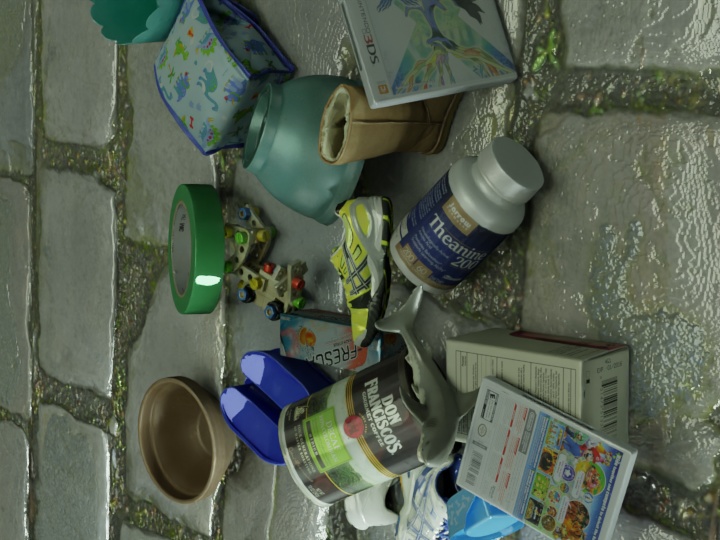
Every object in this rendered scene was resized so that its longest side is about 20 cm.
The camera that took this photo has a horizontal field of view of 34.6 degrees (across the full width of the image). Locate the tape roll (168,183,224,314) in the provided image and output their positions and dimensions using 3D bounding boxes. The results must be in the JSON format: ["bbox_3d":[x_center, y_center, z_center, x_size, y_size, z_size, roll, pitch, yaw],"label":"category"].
[{"bbox_3d":[-0.258,-0.033,1.797,0.200,0.048,0.203,179,90,-69],"label":"tape roll"}]

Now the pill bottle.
[{"bbox_3d":[0.133,-0.070,1.433,0.200,0.110,0.112,-47,64,37],"label":"pill bottle"}]

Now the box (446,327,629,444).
[{"bbox_3d":[0.211,0.148,1.387,0.199,0.108,0.130,7,101,43],"label":"box"}]

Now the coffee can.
[{"bbox_3d":[0.014,0.204,1.505,0.199,0.146,0.148,-27,76,22],"label":"coffee can"}]

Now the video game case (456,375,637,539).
[{"bbox_3d":[0.207,0.224,1.313,0.199,0.018,0.145,26,113,34],"label":"video game case"}]

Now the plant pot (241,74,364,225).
[{"bbox_3d":[-0.080,-0.175,1.547,0.200,0.133,0.203,-165,90,-72],"label":"plant pot"}]

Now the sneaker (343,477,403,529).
[{"bbox_3d":[0.018,0.263,1.624,0.086,0.074,0.203,-7,97,32],"label":"sneaker"}]

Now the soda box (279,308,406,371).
[{"bbox_3d":[-0.024,0.099,1.630,0.198,0.068,0.064,7,100,42],"label":"soda box"}]

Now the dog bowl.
[{"bbox_3d":[0.184,0.281,1.435,0.200,0.111,0.050,-42,53,38],"label":"dog bowl"}]

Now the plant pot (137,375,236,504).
[{"bbox_3d":[-0.266,0.266,1.866,0.199,0.092,0.204,8,101,43],"label":"plant pot"}]

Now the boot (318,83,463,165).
[{"bbox_3d":[0.044,-0.218,1.438,0.066,0.199,0.177,22,109,39],"label":"boot"}]

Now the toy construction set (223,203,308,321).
[{"bbox_3d":[-0.136,-0.003,1.720,0.200,0.091,0.133,38,120,46],"label":"toy construction set"}]

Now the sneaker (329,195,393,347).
[{"bbox_3d":[0.000,0.000,1.509,0.075,0.075,0.203,5,102,8],"label":"sneaker"}]

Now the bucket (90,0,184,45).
[{"bbox_3d":[-0.321,-0.453,1.802,0.206,0.134,0.210,6,98,42],"label":"bucket"}]

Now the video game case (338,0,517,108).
[{"bbox_3d":[0.078,-0.301,1.407,0.022,0.198,0.184,143,112,-68],"label":"video game case"}]

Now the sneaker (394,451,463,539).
[{"bbox_3d":[0.099,0.330,1.540,0.087,0.075,0.203,3,98,43],"label":"sneaker"}]

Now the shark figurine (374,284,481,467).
[{"bbox_3d":[0.097,0.136,1.384,0.089,0.128,0.217,-23,62,18],"label":"shark figurine"}]

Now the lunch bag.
[{"bbox_3d":[-0.219,-0.304,1.731,0.200,0.127,0.170,49,126,16],"label":"lunch bag"}]

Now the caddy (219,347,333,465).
[{"bbox_3d":[-0.109,0.201,1.703,0.200,0.105,0.142,39,104,29],"label":"caddy"}]
